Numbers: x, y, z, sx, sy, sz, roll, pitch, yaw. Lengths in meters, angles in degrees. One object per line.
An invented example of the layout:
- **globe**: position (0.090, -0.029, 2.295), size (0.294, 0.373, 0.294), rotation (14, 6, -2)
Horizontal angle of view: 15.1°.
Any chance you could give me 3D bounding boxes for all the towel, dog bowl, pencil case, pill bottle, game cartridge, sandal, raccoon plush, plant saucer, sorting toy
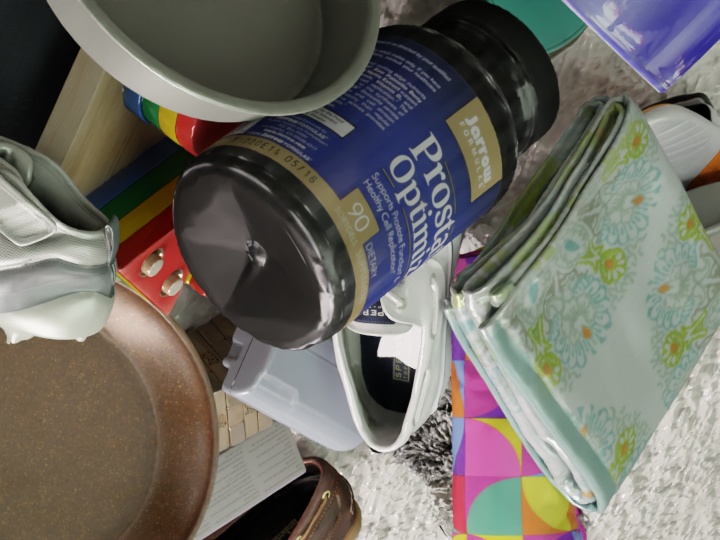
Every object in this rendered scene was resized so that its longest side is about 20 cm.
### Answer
- **towel**: position (0.138, 0.019, 1.566), size (0.171, 0.048, 0.200), rotation (-53, 136, -21)
- **dog bowl**: position (0.114, -0.187, 1.427), size (0.079, 0.200, 0.200), rotation (-47, 143, 7)
- **pencil case**: position (0.096, 0.083, 1.642), size (0.088, 0.088, 0.200), rotation (-3, 91, -41)
- **pill bottle**: position (0.008, -0.055, 1.375), size (0.200, 0.112, 0.112), rotation (-39, 146, -35)
- **game cartridge**: position (0.000, 0.000, 1.578), size (0.133, 0.040, 0.200), rotation (34, 77, -56)
- **sandal**: position (0.193, -0.084, 1.703), size (0.079, 0.059, 0.207), rotation (-33, 159, 10)
- **raccoon plush**: position (0.074, 0.090, 1.703), size (0.097, 0.134, 0.200), rotation (-18, 136, -28)
- **plant saucer**: position (-0.176, 0.095, 1.493), size (0.200, 0.037, 0.200), rotation (1, 86, -24)
- **sorting toy**: position (-0.083, -0.065, 1.421), size (0.199, 0.070, 0.200), rotation (-17, 139, -58)

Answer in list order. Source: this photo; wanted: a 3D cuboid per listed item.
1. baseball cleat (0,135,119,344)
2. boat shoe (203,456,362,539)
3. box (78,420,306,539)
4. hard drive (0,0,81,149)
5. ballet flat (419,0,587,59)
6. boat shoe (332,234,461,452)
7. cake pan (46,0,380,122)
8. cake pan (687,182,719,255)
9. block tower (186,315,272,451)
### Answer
- **baseball cleat**: position (-0.216, -0.025, 1.334), size (0.200, 0.070, 0.106), rotation (9, 119, -1)
- **boat shoe**: position (-0.086, 0.195, 1.714), size (0.200, 0.070, 0.070), rotation (-47, 150, -10)
- **box**: position (-0.111, 0.142, 1.604), size (0.200, 0.039, 0.041), rotation (-31, 104, -47)
- **hard drive**: position (-0.190, -0.104, 1.358), size (0.200, 0.042, 0.135), rotation (4, 122, -44)
- **ballet flat**: position (0.061, -0.130, 1.545), size (0.200, 0.064, 0.067), rotation (-38, 106, -43)
- **boat shoe**: position (0.017, 0.011, 1.501), size (0.065, 0.074, 0.200), rotation (-63, 150, -51)
- **cake pan**: position (-0.080, -0.155, 1.305), size (0.200, 0.200, 0.037), rotation (-1, 154, -41)
- **cake pan**: position (0.198, 0.004, 1.755), size (0.200, 0.037, 0.200), rotation (-24, 159, -10)
- **block tower**: position (-0.116, 0.083, 1.591), size (0.200, 0.058, 0.054), rotation (-25, 138, -22)
